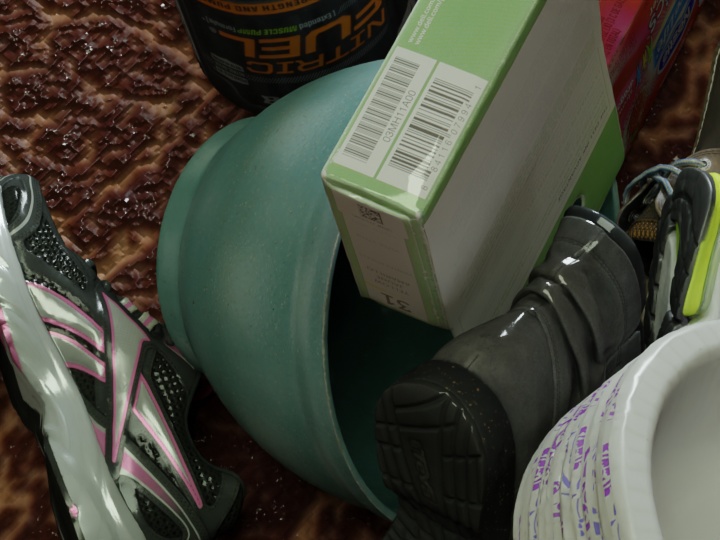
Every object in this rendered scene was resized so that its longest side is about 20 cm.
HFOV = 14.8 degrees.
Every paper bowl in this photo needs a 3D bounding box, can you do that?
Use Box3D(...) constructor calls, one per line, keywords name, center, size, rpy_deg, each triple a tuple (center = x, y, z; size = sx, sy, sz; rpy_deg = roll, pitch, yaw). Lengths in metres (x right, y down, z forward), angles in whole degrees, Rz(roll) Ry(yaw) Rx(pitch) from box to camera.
Box3D(name="paper bowl", center=(0.143, 0.127, 1.010), size=(0.200, 0.104, 0.201), rpy_deg=(22, 48, -26))

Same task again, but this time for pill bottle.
Box3D(name="pill bottle", center=(-0.032, -0.136, 1.224), size=(0.106, 0.200, 0.106), rpy_deg=(-4, 63, 8))

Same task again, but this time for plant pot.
Box3D(name="plant pot", center=(0.000, 0.000, 1.173), size=(0.134, 0.200, 0.200), rpy_deg=(12, 64, 39))

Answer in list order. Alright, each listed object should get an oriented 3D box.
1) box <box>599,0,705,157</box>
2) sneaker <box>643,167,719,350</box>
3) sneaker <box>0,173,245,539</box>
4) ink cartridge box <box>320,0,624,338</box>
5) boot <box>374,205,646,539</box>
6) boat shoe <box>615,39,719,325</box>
Box3D(name="box", center=(0.107, -0.146, 1.265), size=(0.095, 0.100, 0.200), rpy_deg=(22, 69, 18))
Box3D(name="sneaker", center=(0.152, 0.061, 1.118), size=(0.081, 0.074, 0.200), rpy_deg=(7, 108, -6))
Box3D(name="sneaker", center=(-0.111, 0.046, 1.227), size=(0.086, 0.080, 0.200), rpy_deg=(-17, 70, -14))
Box3D(name="ink cartridge box", center=(0.050, -0.042, 1.084), size=(0.048, 0.200, 0.146), rpy_deg=(22, 69, 17))
Box3D(name="boot", center=(0.064, 0.080, 1.093), size=(0.070, 0.200, 0.132), rpy_deg=(32, 51, 20))
Box3D(name="boat shoe", center=(0.151, -0.017, 1.184), size=(0.072, 0.072, 0.200), rpy_deg=(12, 74, -21))
